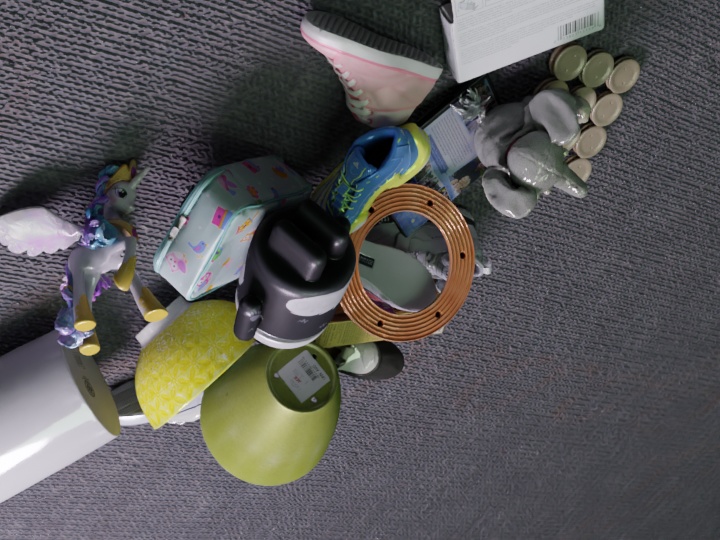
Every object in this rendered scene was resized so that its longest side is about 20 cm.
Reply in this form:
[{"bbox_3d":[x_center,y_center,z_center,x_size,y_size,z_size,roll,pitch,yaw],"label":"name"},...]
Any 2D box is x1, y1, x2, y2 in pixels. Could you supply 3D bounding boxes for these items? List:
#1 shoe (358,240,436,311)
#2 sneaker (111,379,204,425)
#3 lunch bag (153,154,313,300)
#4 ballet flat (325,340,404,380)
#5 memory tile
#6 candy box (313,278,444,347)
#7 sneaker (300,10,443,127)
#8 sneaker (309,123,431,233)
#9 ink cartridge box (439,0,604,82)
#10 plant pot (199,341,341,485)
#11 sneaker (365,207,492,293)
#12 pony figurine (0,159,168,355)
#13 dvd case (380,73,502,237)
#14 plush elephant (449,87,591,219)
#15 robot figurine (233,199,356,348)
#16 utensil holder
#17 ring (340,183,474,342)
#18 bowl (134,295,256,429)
[{"bbox_3d":[0.000,0.000,1.446,0.199,0.072,0.091,24,163,-23],"label":"shoe"},{"bbox_3d":[-0.263,0.189,1.552,0.198,0.073,0.071,-11,134,-18],"label":"sneaker"},{"bbox_3d":[-0.153,-0.051,1.296,0.161,0.077,0.200,-53,168,27],"label":"lunch bag"},{"bbox_3d":[-0.036,0.105,1.516,0.198,0.068,0.069,21,98,2],"label":"ballet flat"},{"bbox_3d":[0.279,-0.202,1.465,0.152,0.017,0.201,3,123,-33],"label":"memory tile"},{"bbox_3d":[0.012,0.037,1.511,0.198,0.117,0.057,-5,137,-25],"label":"candy box"},{"bbox_3d":[-0.001,-0.221,1.266,0.199,0.076,0.105,11,121,-41],"label":"sneaker"},{"bbox_3d":[-0.012,-0.109,1.303,0.200,0.076,0.105,-42,160,14],"label":"sneaker"},{"bbox_3d":[0.188,-0.327,1.285,0.198,0.044,0.174,-21,138,-7],"label":"ink cartridge box"},{"bbox_3d":[-0.099,0.162,1.415,0.185,0.189,0.200,-8,161,-21],"label":"plant pot"},{"bbox_3d":[0.080,-0.021,1.488,0.198,0.115,0.076,-10,137,-19],"label":"sneaker"},{"bbox_3d":[-0.307,-0.013,1.257,0.192,0.202,0.166,-26,147,23],"label":"pony figurine"},{"bbox_3d":[0.105,-0.148,1.415,0.200,0.018,0.143,-39,137,-3],"label":"dvd case"},{"bbox_3d":[0.215,-0.141,1.356,0.199,0.155,0.165,21,114,-38],"label":"plush elephant"},{"bbox_3d":[-0.077,0.005,1.265,0.149,0.126,0.200,-3,150,-19],"label":"robot figurine"},{"bbox_3d":[-0.427,0.187,1.391,0.199,0.171,0.171,-27,140,-2],"label":"utensil holder"},{"bbox_3d":[0.054,-0.010,1.403,0.198,0.019,0.203,-2,96,-23],"label":"ring"},{"bbox_3d":[-0.228,0.098,1.434,0.200,0.200,0.108,-40,95,14],"label":"bowl"}]
